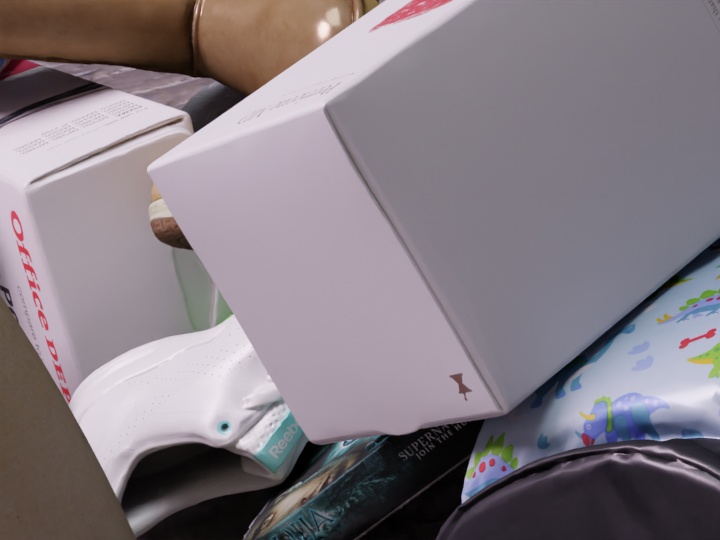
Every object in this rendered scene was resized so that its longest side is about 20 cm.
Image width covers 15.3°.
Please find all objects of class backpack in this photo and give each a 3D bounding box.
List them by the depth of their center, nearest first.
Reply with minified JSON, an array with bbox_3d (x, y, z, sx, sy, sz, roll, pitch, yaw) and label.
[{"bbox_3d":[0.127,0.060,0.893,0.200,0.154,0.163,-14,-4,-45],"label":"backpack"}]

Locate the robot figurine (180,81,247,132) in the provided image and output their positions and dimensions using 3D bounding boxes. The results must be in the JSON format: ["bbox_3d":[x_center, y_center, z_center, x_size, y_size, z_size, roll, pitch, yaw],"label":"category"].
[{"bbox_3d":[-0.015,-0.036,1.251,0.200,0.113,0.170,1,6,36],"label":"robot figurine"}]

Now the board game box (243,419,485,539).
[{"bbox_3d":[0.031,0.042,1.046,0.135,0.028,0.200,-39,7,27],"label":"board game box"}]

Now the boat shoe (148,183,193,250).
[{"bbox_3d":[0.008,-0.061,1.087,0.200,0.076,0.072,-13,-6,-2],"label":"boat shoe"}]

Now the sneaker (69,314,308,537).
[{"bbox_3d":[-0.027,0.041,1.041,0.200,0.075,0.089,-37,29,16],"label":"sneaker"}]

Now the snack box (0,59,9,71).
[{"bbox_3d":[-0.206,-0.077,1.194,0.072,0.024,0.200,-12,23,15],"label":"snack box"}]

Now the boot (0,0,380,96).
[{"bbox_3d":[-0.109,-0.107,1.156,0.200,0.066,0.175,5,6,-22],"label":"boot"}]

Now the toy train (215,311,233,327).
[{"bbox_3d":[0.000,0.000,1.132,0.200,0.056,0.042,-43,3,-11],"label":"toy train"}]

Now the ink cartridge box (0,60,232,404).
[{"bbox_3d":[-0.134,-0.006,1.200,0.084,0.145,0.200,-24,22,-23],"label":"ink cartridge box"}]

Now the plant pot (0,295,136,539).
[{"bbox_3d":[-0.180,0.069,0.951,0.187,0.200,0.187,-12,20,4],"label":"plant pot"}]

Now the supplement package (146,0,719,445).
[{"bbox_3d":[0.052,-0.045,0.928,0.200,0.120,0.121,-38,13,-32],"label":"supplement package"}]
